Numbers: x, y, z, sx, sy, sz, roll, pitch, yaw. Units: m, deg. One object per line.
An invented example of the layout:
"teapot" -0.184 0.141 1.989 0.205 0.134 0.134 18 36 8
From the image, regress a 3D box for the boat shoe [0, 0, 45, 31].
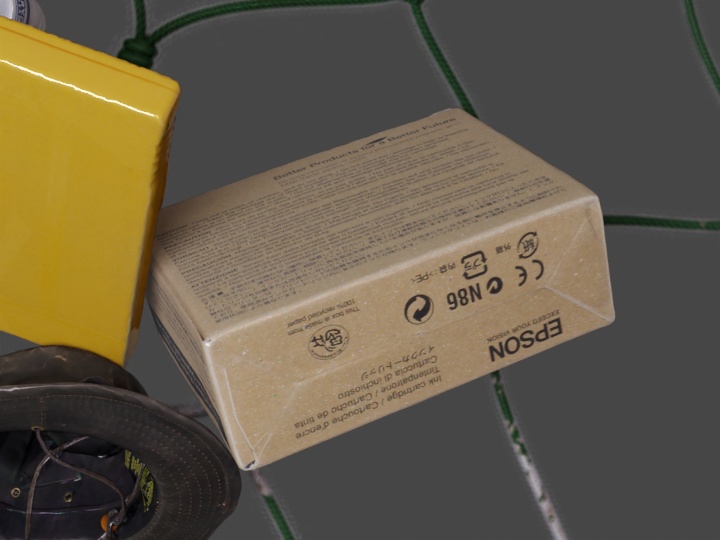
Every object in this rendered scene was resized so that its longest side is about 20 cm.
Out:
"boat shoe" -0.251 -0.099 0.731 0.198 0.065 0.074 -10 85 8

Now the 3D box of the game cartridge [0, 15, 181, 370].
"game cartridge" -0.176 -0.043 0.673 0.175 0.200 0.033 20 51 -1

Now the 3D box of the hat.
"hat" -0.160 0.085 0.727 0.199 0.201 0.081 2 50 -14

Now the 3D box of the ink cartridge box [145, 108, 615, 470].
"ink cartridge box" 0.000 0.000 0.736 0.199 0.165 0.076 -20 116 -13
